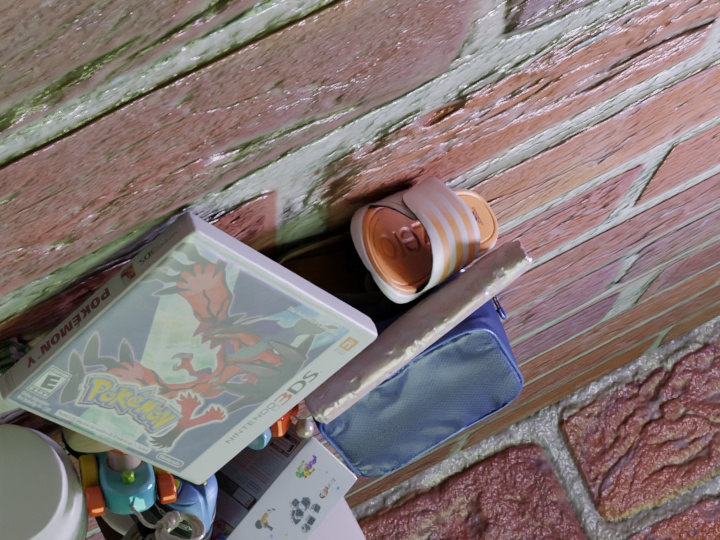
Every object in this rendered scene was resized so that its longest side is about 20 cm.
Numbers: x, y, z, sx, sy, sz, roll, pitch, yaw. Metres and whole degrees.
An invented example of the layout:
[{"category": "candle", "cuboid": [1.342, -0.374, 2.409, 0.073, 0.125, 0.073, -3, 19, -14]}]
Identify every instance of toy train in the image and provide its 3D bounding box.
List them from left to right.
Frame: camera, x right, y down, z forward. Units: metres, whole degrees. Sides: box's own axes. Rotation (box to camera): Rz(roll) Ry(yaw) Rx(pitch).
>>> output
[{"category": "toy train", "cuboid": [-0.134, 0.128, 1.533, 0.200, 0.150, 0.056, -50, 146, -49]}]

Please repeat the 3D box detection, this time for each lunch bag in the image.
[{"category": "lunch bag", "cuboid": [0.039, 0.067, 1.710, 0.200, 0.133, 0.136, -29, 141, 2]}]

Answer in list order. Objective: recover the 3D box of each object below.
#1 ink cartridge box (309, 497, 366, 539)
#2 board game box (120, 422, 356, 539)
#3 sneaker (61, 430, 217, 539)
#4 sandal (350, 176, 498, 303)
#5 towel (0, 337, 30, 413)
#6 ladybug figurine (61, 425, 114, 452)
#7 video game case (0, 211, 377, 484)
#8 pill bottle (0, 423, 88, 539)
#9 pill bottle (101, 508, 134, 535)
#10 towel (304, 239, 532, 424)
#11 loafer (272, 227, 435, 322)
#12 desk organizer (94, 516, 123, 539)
[{"category": "ink cartridge box", "cuboid": [-0.080, 0.447, 3.094, 0.146, 0.146, 0.200, -26, 168, -14]}, {"category": "board game box", "cuboid": [-0.114, 0.212, 1.632, 0.200, 0.064, 0.147, -50, -153, -8]}, {"category": "sneaker", "cuboid": [-0.185, 0.173, 1.607, 0.071, 0.083, 0.199, -19, -150, -33]}, {"category": "sandal", "cuboid": [0.063, -0.038, 1.478, 0.059, 0.079, 0.207, -34, 176, 32]}, {"category": "towel", "cuboid": [-0.309, 0.114, 1.362, 0.200, 0.031, 0.149, -27, 168, -4]}, {"category": "ladybug figurine", "cuboid": [-0.144, 0.064, 1.424, 0.200, 0.072, 0.136, -34, 167, 27]}, {"category": "video game case", "cuboid": [-0.113, 0.060, 1.328, 0.182, 0.023, 0.200, -40, 138, 17]}, {"category": "pill bottle", "cuboid": [-0.275, 0.186, 1.546, 0.113, 0.114, 0.200, -26, 169, -12]}, {"category": "pill bottle", "cuboid": [-0.149, 0.177, 1.799, 0.112, 0.113, 0.200, -34, 165, 28]}, {"category": "towel", "cuboid": [0.044, 0.047, 1.526, 0.200, 0.032, 0.191, -38, 178, 0]}, {"category": "loafer", "cuboid": [0.000, 0.000, 1.498, 0.200, 0.073, 0.072, -23, 163, -32]}, {"category": "desk organizer", "cuboid": [-0.219, 0.226, 1.955, 0.072, 0.077, 0.200, -23, 168, -22]}]
